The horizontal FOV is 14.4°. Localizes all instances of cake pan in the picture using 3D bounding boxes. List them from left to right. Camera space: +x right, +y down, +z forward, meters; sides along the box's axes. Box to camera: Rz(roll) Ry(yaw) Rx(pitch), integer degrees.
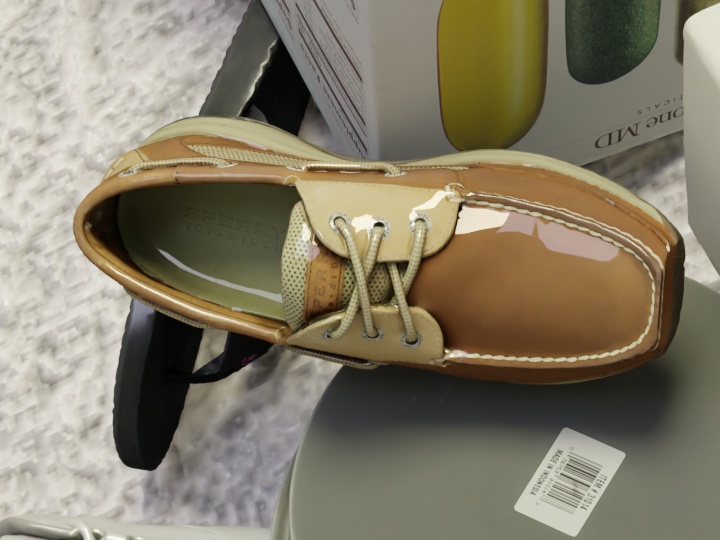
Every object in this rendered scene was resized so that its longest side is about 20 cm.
[{"bbox_3d":[0.065,0.076,0.909,0.199,0.037,0.201,-6,55,8],"label":"cake pan"}]

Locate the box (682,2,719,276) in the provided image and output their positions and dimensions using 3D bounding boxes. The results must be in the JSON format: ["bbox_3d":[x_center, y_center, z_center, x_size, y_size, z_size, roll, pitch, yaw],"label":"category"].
[{"bbox_3d":[0.194,0.003,0.846,0.127,0.109,0.200,-23,56,-7],"label":"box"}]

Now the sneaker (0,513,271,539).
[{"bbox_3d":[-0.078,0.118,0.971,0.199,0.087,0.075,-6,62,25],"label":"sneaker"}]

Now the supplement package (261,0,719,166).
[{"bbox_3d":[0.044,-0.148,0.939,0.151,0.200,0.151,-19,55,-11],"label":"supplement package"}]

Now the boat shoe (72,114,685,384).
[{"bbox_3d":[0.000,0.000,0.893,0.199,0.074,0.076,8,106,25],"label":"boat shoe"}]

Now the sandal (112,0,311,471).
[{"bbox_3d":[-0.040,-0.021,1.030,0.048,0.075,0.201,16,74,15],"label":"sandal"}]
